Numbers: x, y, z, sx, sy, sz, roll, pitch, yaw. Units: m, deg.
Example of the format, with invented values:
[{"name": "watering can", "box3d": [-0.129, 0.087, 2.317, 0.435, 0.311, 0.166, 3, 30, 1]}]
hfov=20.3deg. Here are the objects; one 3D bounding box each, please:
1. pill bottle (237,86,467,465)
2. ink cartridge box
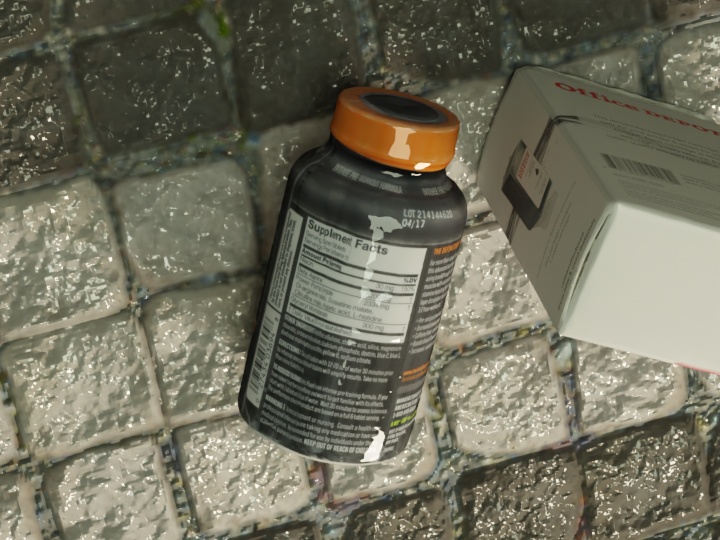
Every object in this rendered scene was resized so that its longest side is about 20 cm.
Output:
[{"name": "pill bottle", "box3d": [0.000, 0.000, 1.147, 0.105, 0.106, 0.202, 9, 110, -15]}, {"name": "ink cartridge box", "box3d": [0.160, -0.028, 1.117, 0.144, 0.200, 0.085, 15, 114, -17]}]
